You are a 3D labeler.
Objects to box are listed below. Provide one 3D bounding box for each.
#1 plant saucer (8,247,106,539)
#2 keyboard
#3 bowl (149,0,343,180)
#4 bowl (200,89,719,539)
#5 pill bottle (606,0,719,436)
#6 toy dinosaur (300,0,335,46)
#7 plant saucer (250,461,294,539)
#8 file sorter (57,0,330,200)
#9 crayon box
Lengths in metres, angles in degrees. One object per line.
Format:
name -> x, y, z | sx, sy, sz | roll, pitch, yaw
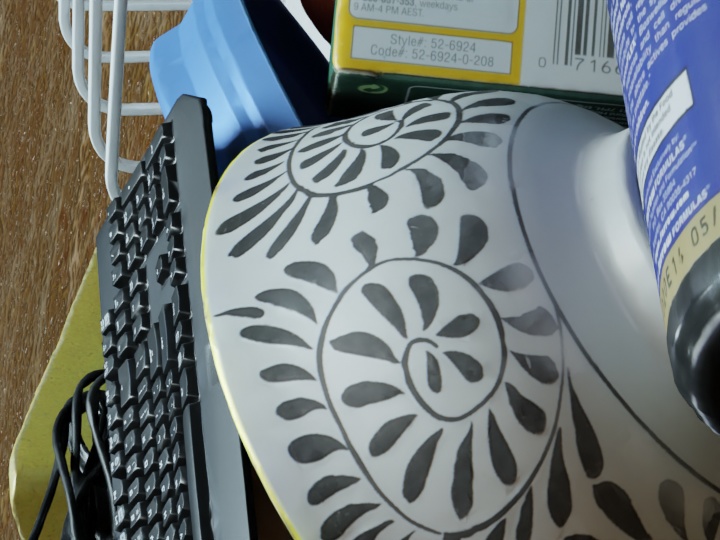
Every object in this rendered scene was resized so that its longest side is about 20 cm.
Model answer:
plant saucer -> -0.065, 0.108, 1.015 | 0.200, 0.048, 0.200 | -80, -22, -63
keyboard -> -0.064, 0.051, 0.711 | 0.200, 0.040, 0.104 | -98, 26, -42
bowl -> 0.000, 0.000, 0.841 | 0.039, 0.201, 0.201 | -32, 35, 8
bowl -> 0.062, 0.023, 0.697 | 0.094, 0.201, 0.201 | -36, 43, 29
pill bottle -> 0.115, -0.061, 0.642 | 0.112, 0.112, 0.200 | 123, 149, -48
toy dinosaur -> 0.017, -0.067, 0.865 | 0.105, 0.200, 0.182 | 53, -137, -82
plant saucer -> -0.047, 0.135, 0.731 | 0.200, 0.032, 0.200 | -169, 90, -71
file sorter -> -0.054, -0.121, 1.080 | 0.200, 0.124, 0.139 | -113, 24, -55
crayon box -> 0.061, -0.140, 0.793 | 0.052, 0.126, 0.200 | 106, 169, -77
